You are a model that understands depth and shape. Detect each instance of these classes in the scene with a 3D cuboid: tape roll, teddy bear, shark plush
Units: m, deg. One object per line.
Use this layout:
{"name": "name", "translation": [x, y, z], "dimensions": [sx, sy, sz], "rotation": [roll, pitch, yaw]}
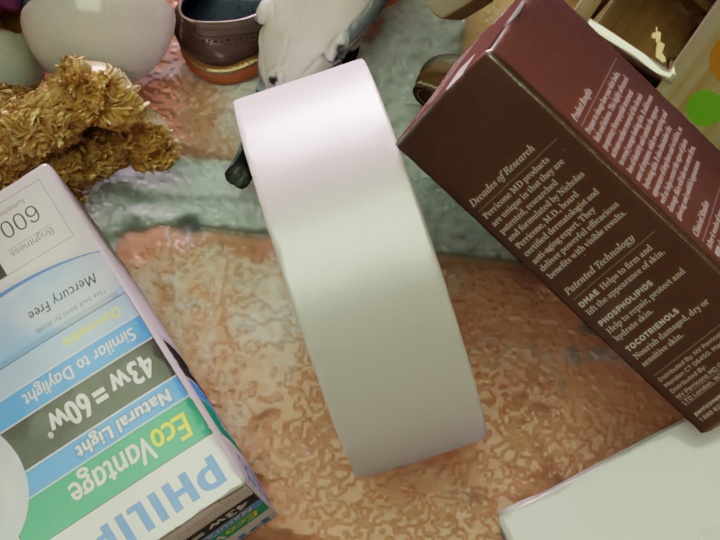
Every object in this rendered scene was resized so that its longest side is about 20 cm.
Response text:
{"name": "tape roll", "translation": [0.000, 0.000, 0.838], "dimensions": [0.071, 0.202, 0.203], "rotation": [-18, 75, -1]}
{"name": "teddy bear", "translation": [-0.196, -0.064, 0.901], "dimensions": [0.199, 0.145, 0.067], "rotation": [-3, 72, -1]}
{"name": "shark plush", "translation": [-0.008, -0.129, 0.910], "dimensions": [0.091, 0.083, 0.200], "rotation": [22, 95, 20]}

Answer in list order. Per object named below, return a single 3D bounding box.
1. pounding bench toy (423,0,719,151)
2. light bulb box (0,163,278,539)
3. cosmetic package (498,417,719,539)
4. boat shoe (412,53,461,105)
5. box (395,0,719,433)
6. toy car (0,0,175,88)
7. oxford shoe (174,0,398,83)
{"name": "pounding bench toy", "translation": [0.149, -0.153, 0.859], "dimensions": [0.200, 0.124, 0.156], "rotation": [33, 105, 1]}
{"name": "light bulb box", "translation": [-0.180, 0.091, 0.868], "dimensions": [0.198, 0.125, 0.200], "rotation": [-34, 75, -4]}
{"name": "cosmetic package", "translation": [0.200, 0.168, 0.819], "dimensions": [0.200, 0.123, 0.200], "rotation": [-27, 75, -1]}
{"name": "boat shoe", "translation": [0.104, -0.045, 0.906], "dimensions": [0.200, 0.076, 0.072], "rotation": [37, 83, 14]}
{"name": "box", "translation": [0.121, -0.031, 0.776], "dimensions": [0.200, 0.100, 0.075], "rotation": [45, 124, -6]}
{"name": "toy car", "translation": [-0.198, -0.187, 0.910], "dimensions": [0.200, 0.150, 0.175], "rotation": [-10, 73, 27]}
{"name": "oxford shoe", "translation": [-0.018, -0.180, 0.949], "dimensions": [0.200, 0.073, 0.071], "rotation": [-38, 76, -6]}
